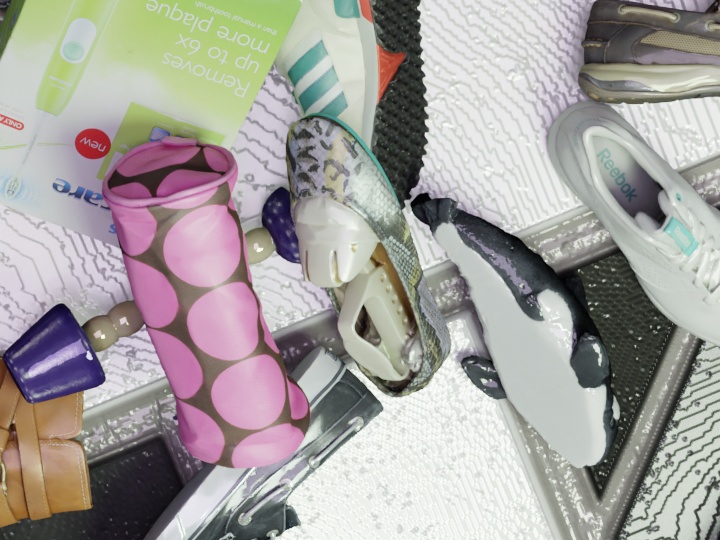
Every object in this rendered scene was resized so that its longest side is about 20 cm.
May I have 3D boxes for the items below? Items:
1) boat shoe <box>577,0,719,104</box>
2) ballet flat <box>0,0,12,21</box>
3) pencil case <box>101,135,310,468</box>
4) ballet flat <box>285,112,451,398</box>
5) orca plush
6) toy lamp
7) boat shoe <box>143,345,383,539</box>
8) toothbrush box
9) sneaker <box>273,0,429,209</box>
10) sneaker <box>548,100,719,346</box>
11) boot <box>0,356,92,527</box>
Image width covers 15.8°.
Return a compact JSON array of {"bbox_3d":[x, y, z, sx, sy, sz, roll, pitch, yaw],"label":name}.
[{"bbox_3d":[0.232,-0.141,1.582,0.200,0.074,0.073,-2,91,-9],"label":"boat shoe"},{"bbox_3d":[-0.160,-0.177,1.570,0.200,0.074,0.074,3,97,-1],"label":"ballet flat"},{"bbox_3d":[-0.088,0.016,1.506,0.091,0.094,0.200,2,127,22],"label":"pencil case"},{"bbox_3d":[0.000,0.000,1.550,0.072,0.072,0.200,-26,124,0],"label":"ballet flat"},{"bbox_3d":[0.106,0.024,1.614,0.200,0.071,0.105,47,137,-3],"label":"orca plush"},{"bbox_3d":[-0.122,0.019,1.576,0.200,0.058,0.058,-27,98,-11],"label":"toy lamp"},{"bbox_3d":[-0.067,0.141,1.606,0.068,0.072,0.200,43,86,-5],"label":"boat shoe"},{"bbox_3d":[-0.137,-0.123,1.515,0.145,0.086,0.200,21,122,-14],"label":"toothbrush box"},{"bbox_3d":[-0.016,-0.120,1.585,0.093,0.070,0.200,10,114,29],"label":"sneaker"},{"bbox_3d":[0.193,-0.019,1.587,0.200,0.088,0.075,43,92,-7],"label":"sneaker"},{"bbox_3d":[-0.243,0.146,1.601,0.155,0.077,0.200,1,90,-7],"label":"boot"}]
